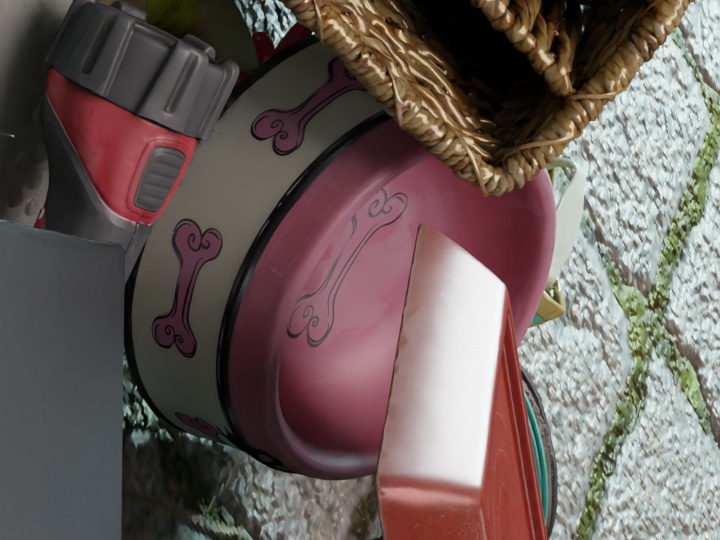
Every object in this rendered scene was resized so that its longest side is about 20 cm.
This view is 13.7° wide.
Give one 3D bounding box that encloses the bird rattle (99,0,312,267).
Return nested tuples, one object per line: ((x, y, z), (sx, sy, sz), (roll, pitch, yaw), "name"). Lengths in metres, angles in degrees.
((-0.081, -0.074, 1.242), (0.163, 0.112, 0.200), (-55, 144, -31), "bird rattle")

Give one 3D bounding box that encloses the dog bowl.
((0.000, 0.000, 1.252), (0.200, 0.074, 0.201), (-30, 138, -31), "dog bowl")

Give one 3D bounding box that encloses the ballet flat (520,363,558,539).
((0.041, 0.042, 1.406), (0.073, 0.073, 0.200), (-46, 117, -50), "ballet flat")

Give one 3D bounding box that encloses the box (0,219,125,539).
((-0.156, 0.091, 1.022), (0.079, 0.141, 0.201), (14, 73, -56), "box")

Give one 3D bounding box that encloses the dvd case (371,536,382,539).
((0.009, 0.198, 1.372), (0.200, 0.022, 0.146), (-13, 96, -58), "dvd case")

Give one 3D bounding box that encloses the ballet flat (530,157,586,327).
((0.087, -0.061, 1.496), (0.069, 0.063, 0.201), (29, 61, -52), "ballet flat")

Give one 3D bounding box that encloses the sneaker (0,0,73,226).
((-0.151, -0.067, 1.124), (0.076, 0.080, 0.201), (-33, 133, -50), "sneaker")

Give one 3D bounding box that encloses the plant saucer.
((0.046, 0.111, 1.160), (0.200, 0.037, 0.200), (-78, 161, -60), "plant saucer")

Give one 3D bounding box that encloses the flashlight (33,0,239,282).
((-0.116, 0.000, 1.090), (0.200, 0.068, 0.068), (-62, -173, 7), "flashlight")

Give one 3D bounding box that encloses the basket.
((0.044, -0.156, 1.155), (0.200, 0.143, 0.149), (46, 26, -17), "basket")
